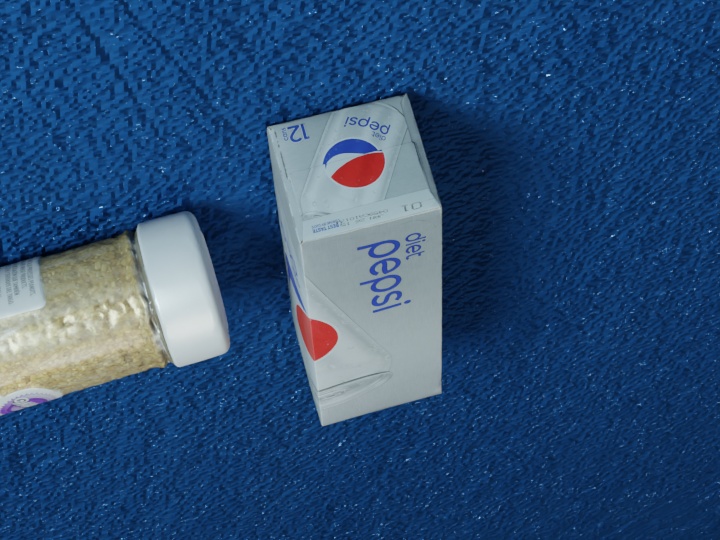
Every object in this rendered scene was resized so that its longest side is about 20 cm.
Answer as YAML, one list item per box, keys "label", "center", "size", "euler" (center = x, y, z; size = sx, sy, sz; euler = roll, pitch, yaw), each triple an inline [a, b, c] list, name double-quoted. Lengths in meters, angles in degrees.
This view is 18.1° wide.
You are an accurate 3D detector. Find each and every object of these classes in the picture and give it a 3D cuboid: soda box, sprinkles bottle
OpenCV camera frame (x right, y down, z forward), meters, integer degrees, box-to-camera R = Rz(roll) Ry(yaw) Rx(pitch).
- label: "soda box"
  center: [0.000, 0.000, 1.070]
  size: [0.068, 0.064, 0.200]
  euler: [-14, 153, -6]
- label: "sprinkles bottle"
  center: [-0.162, 0.031, 1.030]
  size: [0.198, 0.069, 0.068]
  euler: [-16, 154, -1]
